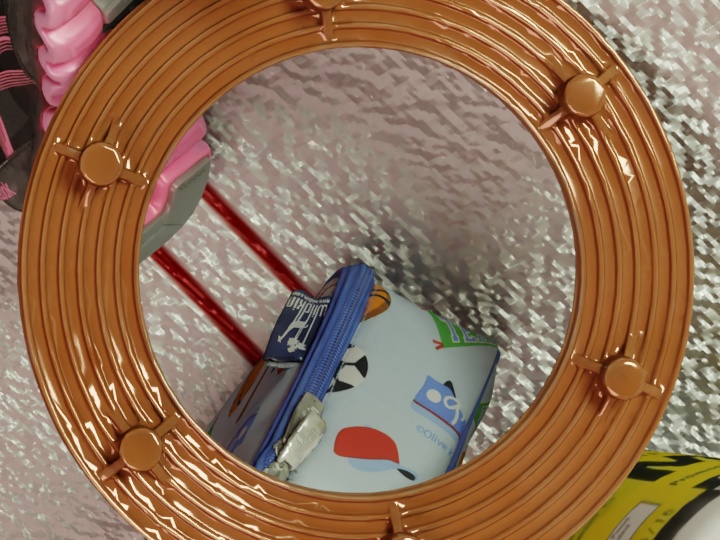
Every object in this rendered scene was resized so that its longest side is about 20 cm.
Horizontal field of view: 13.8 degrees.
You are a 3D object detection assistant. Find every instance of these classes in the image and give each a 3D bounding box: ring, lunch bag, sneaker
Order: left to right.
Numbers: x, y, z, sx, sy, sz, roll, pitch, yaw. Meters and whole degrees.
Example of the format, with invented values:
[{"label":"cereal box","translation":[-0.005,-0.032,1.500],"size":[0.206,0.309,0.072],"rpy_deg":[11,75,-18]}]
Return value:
[{"label":"sneaker","translation":[-0.098,-0.087,0.912],"size":[0.095,0.079,0.201],"rpy_deg":[33,139,25]},{"label":"lunch bag","translation":[-0.033,0.099,0.978],"size":[0.075,0.161,0.200],"rpy_deg":[30,140,-4]},{"label":"ring","translation":[0.000,0.000,0.864],"size":[0.200,0.201,0.019],"rpy_deg":[32,177,-5]}]

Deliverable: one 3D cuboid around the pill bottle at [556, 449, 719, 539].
[{"label":"pill bottle","translation":[0.096,0.113,0.919],"size":[0.114,0.115,0.200],"rpy_deg":[42,166,-16]}]
